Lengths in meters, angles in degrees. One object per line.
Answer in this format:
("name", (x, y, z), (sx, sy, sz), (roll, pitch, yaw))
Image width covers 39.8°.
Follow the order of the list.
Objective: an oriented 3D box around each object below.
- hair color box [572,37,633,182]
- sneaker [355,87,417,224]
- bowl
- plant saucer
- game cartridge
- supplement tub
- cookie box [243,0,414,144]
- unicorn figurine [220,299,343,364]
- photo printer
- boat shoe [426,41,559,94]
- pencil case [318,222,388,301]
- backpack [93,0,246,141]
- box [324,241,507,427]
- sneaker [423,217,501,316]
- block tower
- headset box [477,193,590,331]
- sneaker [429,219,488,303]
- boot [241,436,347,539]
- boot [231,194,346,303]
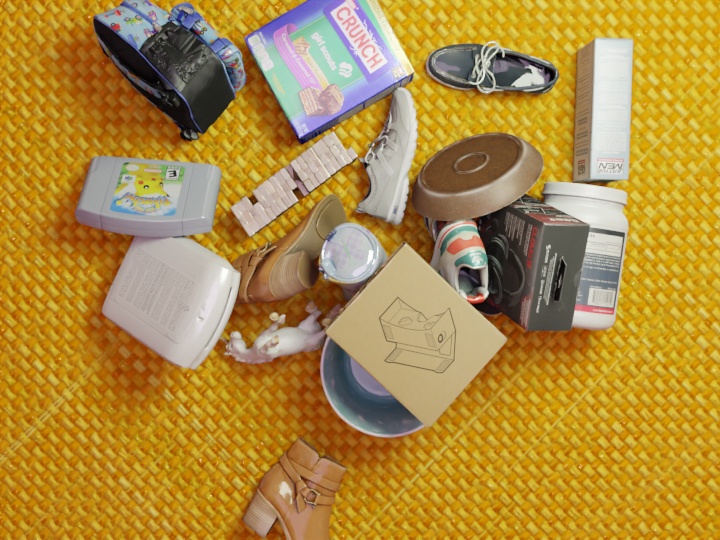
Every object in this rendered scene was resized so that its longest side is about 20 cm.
("hair color box", (0.359, -0.234, 1.475), (0.060, 0.099, 0.203), (2, 92, -3))
("sneaker", (0.038, -0.173, 1.478), (0.081, 0.075, 0.203), (8, 92, -4))
("bowl", (0.040, 0.137, 1.475), (0.198, 0.105, 0.204), (0, 92, -1))
("plant saucer", (0.162, -0.143, 1.426), (0.198, 0.201, 0.035), (-25, 120, -1))
("game cartridge", (-0.309, -0.107, 1.451), (0.197, 0.041, 0.135), (4, 51, -2))
("supplement tub", (0.316, -0.021, 1.460), (0.138, 0.140, 0.203), (8, 91, -2))
("cookie box", (-0.045, -0.313, 1.471), (0.198, 0.075, 0.173), (-30, 92, -1))
("unicorn figurine", (-0.119, 0.099, 1.468), (0.197, 0.138, 0.075), (3, 64, -15))
("photo printer", (-0.267, 0.037, 1.432), (0.199, 0.069, 0.168), (27, 92, 34))
("boat shoe", (0.198, -0.300, 1.486), (0.197, 0.062, 0.076), (12, 94, -2))
("pencil case", (0.000, 0.000, 1.420), (0.083, 0.200, 0.091), (40, 88, 17))
("backpack", (-0.278, -0.310, 1.421), (0.200, 0.183, 0.135), (41, 82, 9))
("box", (0.076, 0.087, 1.341), (0.200, 0.021, 0.164), (43, 91, -12))
("sneaker", (0.159, -0.016, 1.488), (0.078, 0.079, 0.201), (-34, 94, -1))
("block tower", (-0.099, -0.131, 1.487), (0.199, 0.054, 0.058), (-35, 93, -1))
("headset box", (0.232, -0.013, 1.368), (0.076, 0.200, 0.151), (1, 108, -20))
("sneaker", (0.138, 0.025, 1.401), (0.069, 0.201, 0.094), (-8, 50, -14))
("boot", (-0.062, 0.363, 1.498), (0.199, 0.074, 0.156), (35, 86, -5))
("boot", (-0.112, -0.031, 1.467), (0.153, 0.201, 0.074), (-14, 120, 36))
